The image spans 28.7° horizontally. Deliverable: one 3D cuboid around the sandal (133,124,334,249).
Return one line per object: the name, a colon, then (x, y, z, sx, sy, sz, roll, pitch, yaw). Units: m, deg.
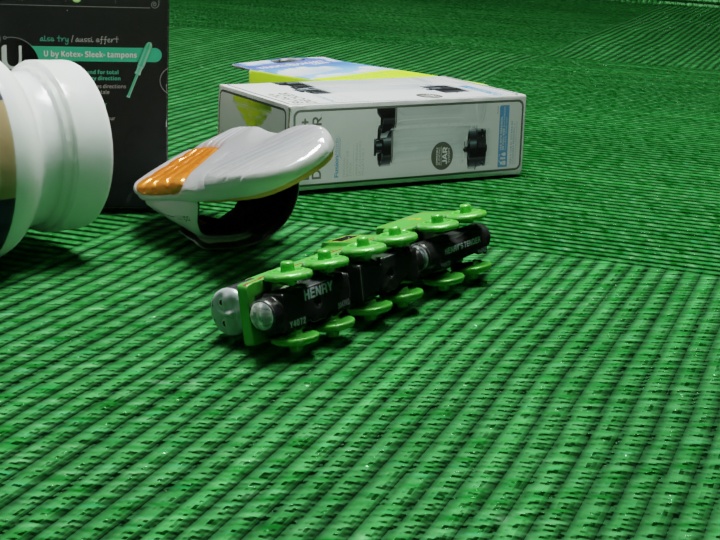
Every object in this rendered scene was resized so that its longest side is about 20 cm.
sandal: (-0.067, -0.040, 0.793, 0.079, 0.059, 0.207, -31, 17, -19)

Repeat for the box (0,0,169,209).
box: (-0.188, -0.151, 0.915, 0.124, 0.200, 0.149, -1, 15, -11)

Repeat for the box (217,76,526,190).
box: (0.008, -0.104, 1.035, 0.200, 0.060, 0.117, -7, 18, -29)

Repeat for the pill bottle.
pill bottle: (-0.236, -0.056, 0.721, 0.200, 0.116, 0.116, -11, 20, -39)

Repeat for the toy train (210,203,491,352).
toy train: (0.000, 0.000, 0.701, 0.056, 0.042, 0.200, 1, 12, 35)

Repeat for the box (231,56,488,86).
box: (-0.004, -0.151, 1.228, 0.200, 0.048, 0.122, 16, 20, 41)
